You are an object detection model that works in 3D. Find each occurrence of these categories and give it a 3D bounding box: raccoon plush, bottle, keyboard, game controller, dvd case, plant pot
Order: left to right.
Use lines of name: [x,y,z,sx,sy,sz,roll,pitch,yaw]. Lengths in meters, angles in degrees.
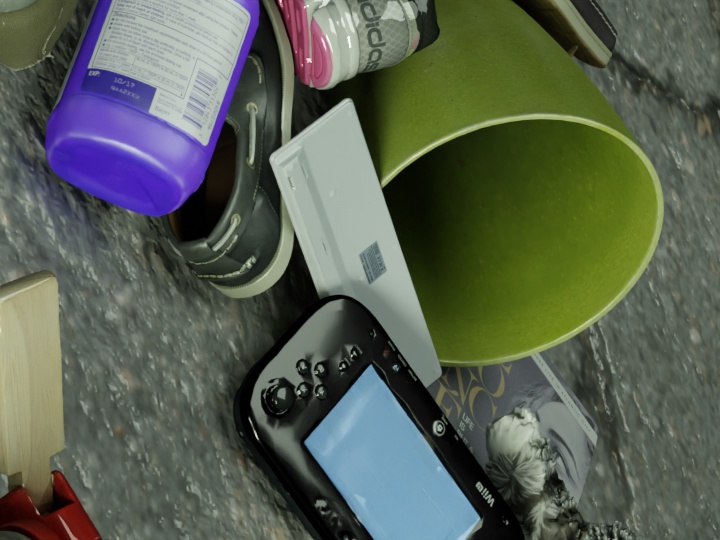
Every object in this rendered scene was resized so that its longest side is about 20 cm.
bottle: [-0.095,-0.128,1.435,0.083,0.065,0.201,23,61,-12]
keyboard: [0.000,0.000,1.507,0.056,0.011,0.201,-42,135,-25]
game controller: [0.013,0.112,1.492,0.104,0.042,0.200,-44,112,-24]
plant pot: [0.055,-0.081,1.619,0.187,0.187,0.201,37,24,-41]
dvd case: [0.081,0.100,1.663,0.149,0.016,0.200,53,31,-20]
raccoon plush: [0.146,0.174,1.621,0.134,0.096,0.202,15,63,-70]

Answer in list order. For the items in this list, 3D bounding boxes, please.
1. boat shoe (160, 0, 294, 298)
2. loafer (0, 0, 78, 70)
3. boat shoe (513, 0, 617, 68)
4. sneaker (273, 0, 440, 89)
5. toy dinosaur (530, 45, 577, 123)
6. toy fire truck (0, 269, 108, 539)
boat shoe: [-0.078,-0.088,1.484,0.067,0.071,0.201,26,51,-50]
loafer: [-0.166,-0.172,1.420,0.201,0.075,0.070,-76,165,-49]
boat shoe: [0.101,-0.195,1.643,0.200,0.065,0.072,45,-9,-37]
sneaker: [-0.010,-0.151,1.556,0.200,0.087,0.074,-133,-147,-67]
toy dinosaur: [0.097,-0.077,1.747,0.200,0.060,0.107,-167,-115,-82]
toy fire truck: [-0.146,0.121,1.184,0.201,0.128,0.176,58,28,10]
